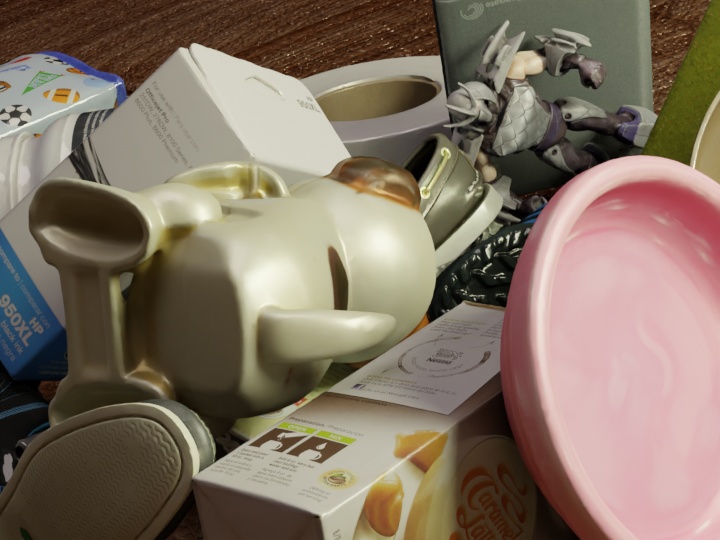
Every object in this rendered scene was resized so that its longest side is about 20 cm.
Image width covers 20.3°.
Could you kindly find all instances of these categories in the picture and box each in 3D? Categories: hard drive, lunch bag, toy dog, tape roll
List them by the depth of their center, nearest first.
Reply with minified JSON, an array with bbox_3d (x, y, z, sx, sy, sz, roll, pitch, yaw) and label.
[{"bbox_3d":[-0.042,0.002,1.012,0.193,0.140,0.200,-10,4,35],"label":"toy dog"},{"bbox_3d":[0.125,-0.134,1.350,0.139,0.201,0.033,-13,50,-1],"label":"hard drive"},{"bbox_3d":[0.015,-0.097,1.508,0.201,0.071,0.203,-9,20,3],"label":"tape roll"},{"bbox_3d":[-0.292,-0.098,1.584,0.169,0.125,0.200,-24,33,-31],"label":"lunch bag"}]

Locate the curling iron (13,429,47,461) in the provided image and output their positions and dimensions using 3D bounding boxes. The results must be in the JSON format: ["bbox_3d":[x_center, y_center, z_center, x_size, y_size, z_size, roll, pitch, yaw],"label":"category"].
[{"bbox_3d":[-0.122,0.071,1.144,0.025,0.050,0.200,11,23,39],"label":"curling iron"}]

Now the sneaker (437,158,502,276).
[{"bbox_3d":[0.010,-0.020,1.329,0.099,0.070,0.200,-1,17,35],"label":"sneaker"}]

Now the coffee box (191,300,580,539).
[{"bbox_3d":[0.027,0.107,0.919,0.079,0.115,0.200,9,29,40],"label":"coffee box"}]

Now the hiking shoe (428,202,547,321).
[{"bbox_3d":[0.113,0.001,1.239,0.199,0.075,0.087,-24,3,-33],"label":"hiking shoe"}]

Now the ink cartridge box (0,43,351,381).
[{"bbox_3d":[-0.115,-0.027,1.168,0.200,0.084,0.144,-41,-20,19],"label":"ink cartridge box"}]

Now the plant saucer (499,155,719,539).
[{"bbox_3d":[0.134,0.050,0.923,0.051,0.201,0.200,-20,8,47],"label":"plant saucer"}]

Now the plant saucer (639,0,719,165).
[{"bbox_3d":[0.263,-0.082,1.183,0.199,0.201,0.048,-7,45,-30],"label":"plant saucer"}]

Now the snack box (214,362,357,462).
[{"bbox_3d":[-0.039,0.071,1.079,0.199,0.037,0.116,25,38,31],"label":"snack box"}]

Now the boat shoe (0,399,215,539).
[{"bbox_3d":[-0.122,0.109,0.939,0.067,0.072,0.200,-23,-13,-44],"label":"boat shoe"}]

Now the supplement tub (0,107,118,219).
[{"bbox_3d":[-0.134,-0.042,1.337,0.199,0.141,0.140,-8,21,6],"label":"supplement tub"}]

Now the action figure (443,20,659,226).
[{"bbox_3d":[0.130,-0.091,1.314,0.199,0.131,0.069,11,27,-39],"label":"action figure"}]

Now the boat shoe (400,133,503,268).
[{"bbox_3d":[-0.001,0.000,1.201,0.202,0.060,0.072,-44,15,-20],"label":"boat shoe"}]

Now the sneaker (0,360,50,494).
[{"bbox_3d":[-0.206,0.090,1.157,0.081,0.074,0.200,9,26,-2],"label":"sneaker"}]

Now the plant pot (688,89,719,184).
[{"bbox_3d":[0.266,-0.022,1.080,0.199,0.202,0.135,-11,-11,-1],"label":"plant pot"}]
